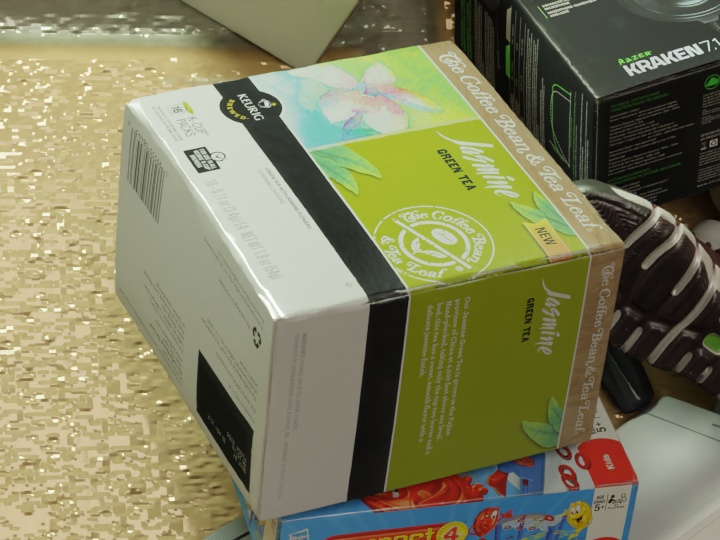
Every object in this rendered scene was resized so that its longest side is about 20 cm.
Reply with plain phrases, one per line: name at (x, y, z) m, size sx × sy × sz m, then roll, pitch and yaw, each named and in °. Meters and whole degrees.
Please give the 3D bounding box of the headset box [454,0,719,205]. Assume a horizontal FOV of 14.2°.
headset box at (0.164, -0.140, 1.643) m, size 0.173 × 0.093 × 0.200 m, roll -16°, pitch 43°, yaw -16°

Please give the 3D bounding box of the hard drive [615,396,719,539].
hard drive at (0.131, 0.143, 1.584) m, size 0.199 × 0.132 × 0.027 m, roll -34°, pitch 115°, yaw -20°

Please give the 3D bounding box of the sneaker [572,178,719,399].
sneaker at (0.172, 0.006, 1.584) m, size 0.200 × 0.116 × 0.076 m, roll 39°, pitch 108°, yaw -18°

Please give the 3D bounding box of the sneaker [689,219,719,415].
sneaker at (0.230, 0.068, 1.657) m, size 0.082 × 0.074 × 0.201 m, roll -30°, pitch 84°, yaw -24°

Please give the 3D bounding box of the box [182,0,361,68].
box at (-0.014, -0.239, 1.636) m, size 0.106 × 0.152 × 0.201 m, roll 29°, pitch 71°, yaw -5°

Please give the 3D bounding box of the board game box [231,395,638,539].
board game box at (0.025, 0.077, 1.556) m, size 0.194 × 0.056 × 0.201 m, roll -5°, pitch 40°, yaw -16°

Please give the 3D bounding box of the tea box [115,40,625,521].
tea box at (0.000, 0.000, 1.493) m, size 0.195 × 0.134 × 0.200 m, roll -12°, pitch 41°, yaw -24°

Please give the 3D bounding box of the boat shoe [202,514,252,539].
boat shoe at (-0.025, 0.153, 1.580) m, size 0.199 × 0.072 × 0.062 m, roll -28°, pitch 112°, yaw -20°

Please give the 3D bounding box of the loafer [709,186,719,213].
loafer at (0.240, -0.043, 1.666) m, size 0.067 × 0.076 × 0.200 m, roll -35°, pitch 46°, yaw -1°

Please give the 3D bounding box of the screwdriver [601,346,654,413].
screwdriver at (0.111, -0.006, 1.670) m, size 0.029 × 0.028 × 0.201 m, roll -28°, pitch 84°, yaw -48°
